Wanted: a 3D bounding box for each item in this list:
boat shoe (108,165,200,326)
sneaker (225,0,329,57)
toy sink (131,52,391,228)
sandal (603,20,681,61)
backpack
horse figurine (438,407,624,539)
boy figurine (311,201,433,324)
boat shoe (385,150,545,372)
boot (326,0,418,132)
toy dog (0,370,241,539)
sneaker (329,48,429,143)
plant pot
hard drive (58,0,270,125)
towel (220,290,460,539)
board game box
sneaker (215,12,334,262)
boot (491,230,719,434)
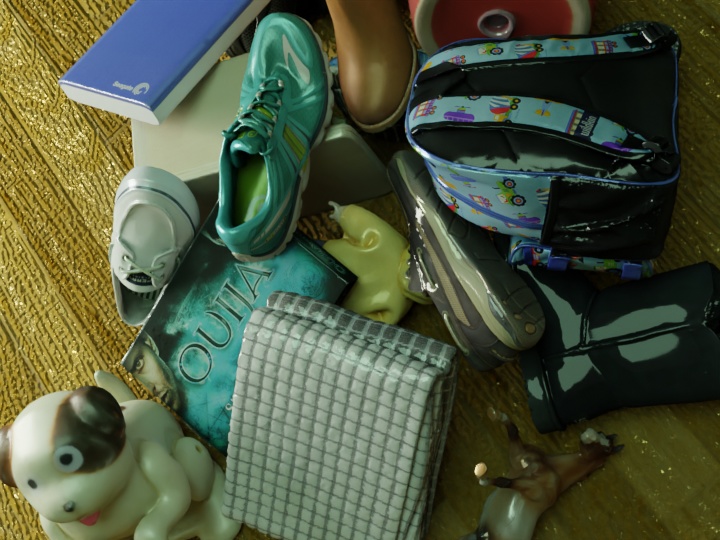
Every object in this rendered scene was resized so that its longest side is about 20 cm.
[{"bbox_3d":[-0.180,-0.012,1.016,0.073,0.201,0.067,13,61,-1],"label":"boat shoe"},{"bbox_3d":[-0.074,-0.306,1.133,0.113,0.076,0.202,-2,76,17],"label":"sneaker"},{"bbox_3d":[-0.086,-0.119,1.047,0.198,0.130,0.113,-14,69,16],"label":"toy sink"},{"bbox_3d":[0.197,-0.126,1.000,0.075,0.045,0.201,45,106,31],"label":"sandal"},{"bbox_3d":[0.135,-0.093,0.887,0.197,0.136,0.184,4,46,9],"label":"backpack"},{"bbox_3d":[0.105,0.190,0.898,0.050,0.132,0.201,34,95,45],"label":"horse figurine"},{"bbox_3d":[0.000,0.000,1.008,0.197,0.064,0.126,-9,96,15],"label":"boy figurine"},{"bbox_3d":[0.065,-0.008,0.918,0.073,0.074,0.201,-46,55,28],"label":"boat shoe"},{"bbox_3d":[-0.009,-0.227,0.950,0.076,0.155,0.203,0,77,23],"label":"boot"},{"bbox_3d":[-0.204,0.158,0.963,0.138,0.200,0.196,-16,69,14],"label":"toy dog"},{"bbox_3d":[0.063,-0.169,1.052,0.197,0.079,0.091,10,58,19],"label":"sneaker"},{"bbox_3d":[0.115,-0.265,0.961,0.198,0.201,0.179,-6,57,18],"label":"plant pot"},{"bbox_3d":[-0.161,-0.218,1.044,0.131,0.025,0.201,19,62,38],"label":"hard drive"},{"bbox_3d":[-0.014,0.129,0.928,0.164,0.086,0.202,17,119,17],"label":"towel"},{"bbox_3d":[-0.108,0.044,1.003,0.135,0.028,0.201,38,111,11],"label":"board game box"},{"bbox_3d":[-0.071,-0.107,0.922,0.076,0.080,0.203,6,84,17],"label":"sneaker"},{"bbox_3d":[0.201,0.019,0.929,0.166,0.076,0.203,-16,72,16],"label":"boot"}]
